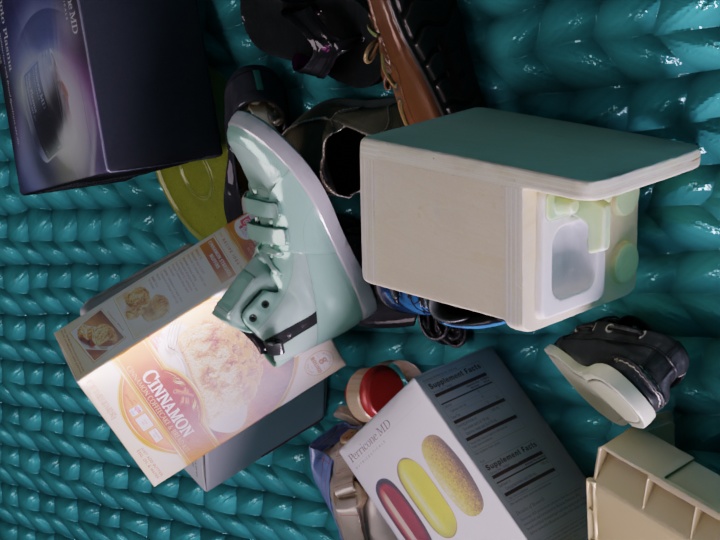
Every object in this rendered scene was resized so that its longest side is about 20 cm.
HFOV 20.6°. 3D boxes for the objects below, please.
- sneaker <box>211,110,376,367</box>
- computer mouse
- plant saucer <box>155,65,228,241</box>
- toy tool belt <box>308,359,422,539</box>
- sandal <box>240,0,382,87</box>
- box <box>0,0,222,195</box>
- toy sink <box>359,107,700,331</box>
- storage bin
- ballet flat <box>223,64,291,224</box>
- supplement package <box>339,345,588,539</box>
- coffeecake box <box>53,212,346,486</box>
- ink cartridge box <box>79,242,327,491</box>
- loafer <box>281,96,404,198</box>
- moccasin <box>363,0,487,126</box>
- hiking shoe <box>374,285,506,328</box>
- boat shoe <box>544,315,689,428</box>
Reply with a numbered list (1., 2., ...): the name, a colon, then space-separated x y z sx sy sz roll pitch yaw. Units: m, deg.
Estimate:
1. sneaker: -0.078 -0.019 1.569 0.201 0.118 0.074 61 163 -17
2. computer mouse: 0.000 0.000 1.653 0.199 0.053 0.139 6 119 55
3. plant saucer: -0.141 -0.095 1.819 0.200 0.031 0.201 36 140 37
4. toy tool belt: 0.006 0.178 1.716 0.122 0.125 0.201 -5 108 49
5. sandal: -0.043 -0.183 1.580 0.200 0.048 0.076 18 128 51
6. box: -0.232 -0.181 1.765 0.198 0.123 0.202 -8 92 57
7. toy sink: 0.114 -0.033 1.332 0.199 0.130 0.113 14 112 41
8. storage bin: 0.260 0.224 1.386 0.200 0.093 0.200 29 135 44
9. ballet flat: -0.083 -0.076 1.697 0.073 0.073 0.201 29 134 44
10. supplement package: 0.098 0.180 1.556 0.201 0.109 0.114 54 128 14
11. coffeecake box: -0.134 0.067 1.687 0.073 0.199 0.154 54 175 47
12. ink cartridge box: -0.147 0.086 1.853 0.200 0.145 0.083 43 149 32
13. loafer: -0.015 -0.097 1.571 0.199 0.069 0.076 -12 103 54
14. moccasin: 0.042 -0.156 1.456 0.077 0.074 0.202 -4 120 47
15. hiking shoe: 0.068 0.005 1.496 0.199 0.086 0.075 -8 105 49
16. boat shoe: 0.184 0.063 1.400 0.075 0.066 0.199 46 176 -1
